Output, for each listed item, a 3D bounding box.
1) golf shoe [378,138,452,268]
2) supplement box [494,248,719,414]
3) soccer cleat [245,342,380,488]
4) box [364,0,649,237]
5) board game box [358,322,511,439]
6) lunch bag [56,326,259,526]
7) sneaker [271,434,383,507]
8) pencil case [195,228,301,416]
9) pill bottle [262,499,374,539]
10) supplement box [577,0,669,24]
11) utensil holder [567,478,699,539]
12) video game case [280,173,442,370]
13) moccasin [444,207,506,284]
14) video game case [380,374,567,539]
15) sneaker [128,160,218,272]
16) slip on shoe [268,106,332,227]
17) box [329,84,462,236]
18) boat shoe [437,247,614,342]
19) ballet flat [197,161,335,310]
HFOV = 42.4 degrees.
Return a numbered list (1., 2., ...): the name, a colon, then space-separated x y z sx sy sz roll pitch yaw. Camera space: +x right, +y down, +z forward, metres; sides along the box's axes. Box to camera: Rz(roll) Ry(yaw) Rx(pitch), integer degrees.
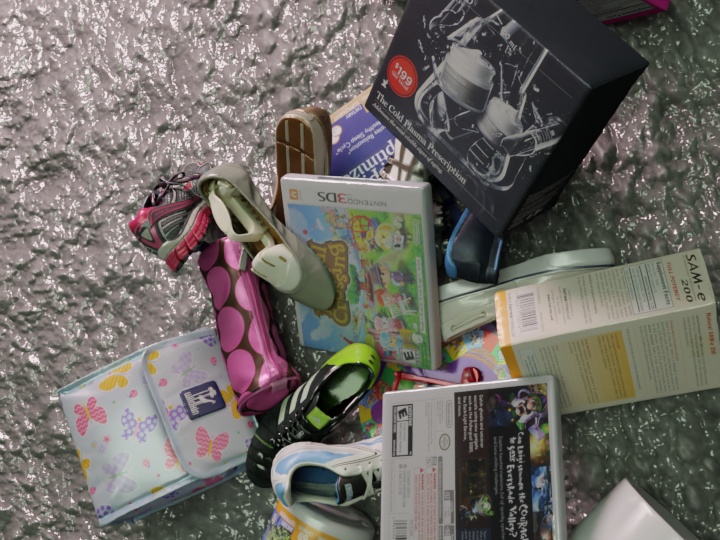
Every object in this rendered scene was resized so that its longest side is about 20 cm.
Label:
1. golf shoe: 0.044 -0.098 0.998 0.093 0.078 0.203 -7 82 17
2. supplement box: 0.241 0.066 0.898 0.197 0.127 0.074 -12 43 15
3. soccer cleat: -0.056 0.158 0.991 0.067 0.081 0.200 42 97 -4
4. box: 0.126 -0.173 0.865 0.200 0.104 0.183 46 136 20
5. board game box: 0.083 0.139 1.002 0.199 0.039 0.159 -38 72 11
6. lunch bag: -0.222 0.175 1.067 0.198 0.127 0.171 -23 75 0
7. sneaker: 0.007 0.208 0.952 0.197 0.073 0.073 -7 122 -5
8. pencil case: -0.126 0.057 1.053 0.094 0.090 0.202 -39 63 45
9. pill bottle: -0.070 0.346 0.992 0.111 0.112 0.202 22 90 21
10. supplement box: 0.217 -0.336 0.931 0.103 0.198 0.103 10 85 61
11. utensil holder: 0.237 0.319 0.856 0.170 0.170 0.200 43 95 20
12. video game case: 0.000 0.000 0.999 0.180 0.022 0.203 7 113 32
13. moccasin: 0.155 -0.068 0.974 0.068 0.081 0.202 22 72 17
14. video game case: 0.103 0.206 0.871 0.180 0.023 0.203 -10 66 27
15. sneaker: -0.207 -0.082 1.073 0.074 0.201 0.081 37 113 -18
16. slip on shoe: -0.067 -0.089 1.062 0.075 0.061 0.202 14 118 21
17. box: 0.025 -0.104 1.064 0.120 0.032 0.202 -32 74 13
18. boat shoe: 0.170 0.030 0.968 0.198 0.071 0.071 -16 79 15
19. ballet flat: -0.108 -0.029 1.009 0.201 0.064 0.067 52 129 7
